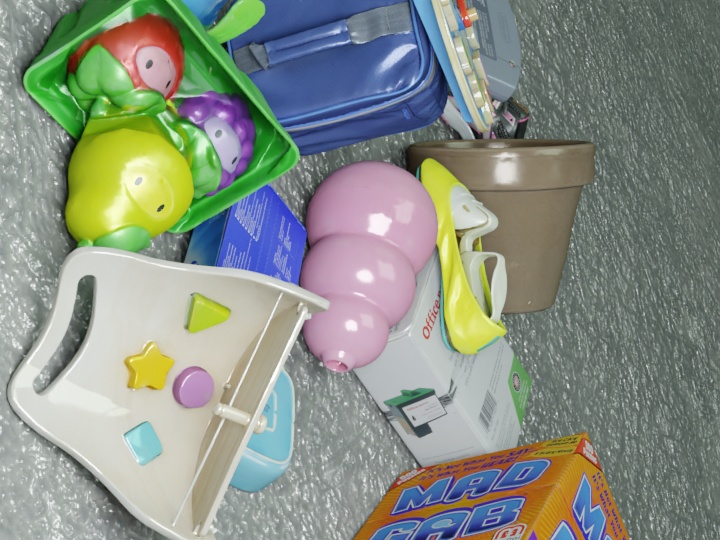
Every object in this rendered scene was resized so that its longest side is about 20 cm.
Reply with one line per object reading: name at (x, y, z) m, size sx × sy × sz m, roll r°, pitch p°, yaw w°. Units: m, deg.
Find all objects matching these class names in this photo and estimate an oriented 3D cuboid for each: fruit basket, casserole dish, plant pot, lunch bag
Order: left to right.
fruit basket at (-0.157, -0.104, 1.241) m, size 0.216 × 0.155 × 0.216 m, roll 53°, pitch 18°, yaw -25°
casserole dish at (-0.110, 0.103, 1.306) m, size 0.200 × 0.039 × 0.122 m, roll 37°, pitch 46°, yaw -48°
lunch bag at (-0.029, -0.192, 1.445) m, size 0.132 × 0.199 × 0.137 m, roll 39°, pitch 39°, yaw -71°
plant pot at (0.148, -0.049, 1.704) m, size 0.200 × 0.199 × 0.176 m, roll -16°, pitch 107°, yaw -61°

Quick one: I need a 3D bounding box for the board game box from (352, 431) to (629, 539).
board game box at (0.123, 0.294, 1.438) m, size 0.201 × 0.199 × 0.200 m, roll 67°, pitch 30°, yaw -13°

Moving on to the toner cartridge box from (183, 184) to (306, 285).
toner cartridge box at (-0.096, -0.004, 1.332) m, size 0.095 × 0.043 × 0.200 m, roll 50°, pitch 24°, yaw -24°

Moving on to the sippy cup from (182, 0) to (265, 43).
sippy cup at (-0.130, -0.284, 1.344) m, size 0.178 × 0.130 × 0.140 m, roll 54°, pitch 22°, yaw -8°

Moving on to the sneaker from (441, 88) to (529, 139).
sneaker at (0.148, -0.180, 1.840) m, size 0.201 × 0.086 × 0.080 m, roll 65°, pitch 29°, yaw -10°

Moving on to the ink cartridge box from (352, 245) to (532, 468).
ink cartridge box at (0.079, 0.095, 1.582) m, size 0.200 × 0.084 × 0.146 m, roll 55°, pitch 33°, yaw -25°

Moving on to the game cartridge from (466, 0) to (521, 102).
game cartridge at (0.117, -0.278, 1.815) m, size 0.133 × 0.041 × 0.201 m, roll 18°, pitch 45°, yaw -23°

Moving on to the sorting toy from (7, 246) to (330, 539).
sorting toy at (-0.151, 0.071, 1.160) m, size 0.179 × 0.107 × 0.201 m, roll 26°, pitch 87°, yaw -25°

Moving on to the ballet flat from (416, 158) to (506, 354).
ballet flat at (0.103, -0.020, 1.535) m, size 0.067 × 0.067 × 0.201 m, roll 19°, pitch 58°, yaw -52°

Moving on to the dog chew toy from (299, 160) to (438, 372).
dog chew toy at (0.000, 0.000, 1.471) m, size 0.125 × 0.124 × 0.201 m, roll 45°, pitch 48°, yaw -40°

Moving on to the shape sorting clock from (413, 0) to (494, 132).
shape sorting clock at (0.085, -0.220, 1.426) m, size 0.200 × 0.039 × 0.201 m, roll -20°, pitch 90°, yaw -77°
